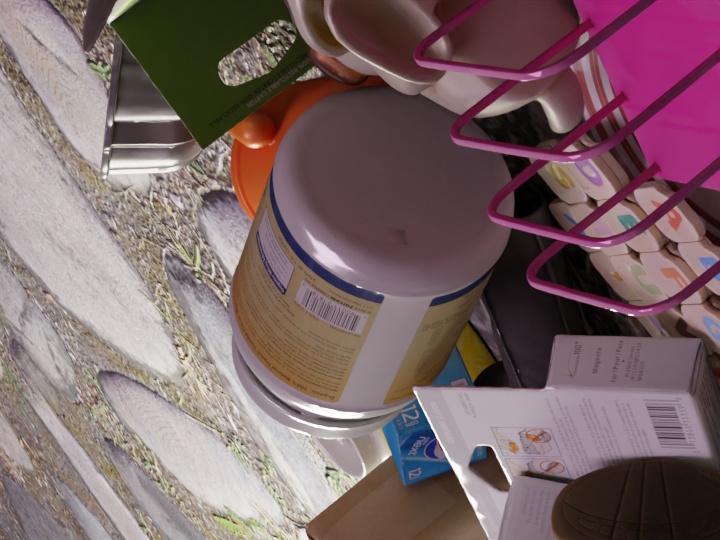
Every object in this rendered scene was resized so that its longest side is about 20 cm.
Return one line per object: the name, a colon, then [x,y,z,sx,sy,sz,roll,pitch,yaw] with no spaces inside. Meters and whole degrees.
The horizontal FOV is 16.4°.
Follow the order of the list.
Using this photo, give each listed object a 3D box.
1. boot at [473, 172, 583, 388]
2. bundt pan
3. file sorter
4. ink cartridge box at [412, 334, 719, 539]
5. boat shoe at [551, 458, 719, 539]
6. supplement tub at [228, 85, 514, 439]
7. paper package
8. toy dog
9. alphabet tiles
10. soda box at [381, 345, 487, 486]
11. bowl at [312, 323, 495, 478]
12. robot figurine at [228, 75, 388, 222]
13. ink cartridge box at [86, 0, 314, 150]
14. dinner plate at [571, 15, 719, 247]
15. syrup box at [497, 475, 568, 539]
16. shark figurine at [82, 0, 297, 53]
boot: [0.097,0.027,1.642,0.182,0.073,0.200,13,140,56]
bundt pan: [-0.132,-0.158,1.712,0.202,0.075,0.203,-173,90,-84]
file sorter: [0.116,-0.093,1.246,0.139,0.125,0.201,16,139,58]
ink cartridge box: [0.142,0.109,1.548,0.173,0.044,0.200,2,146,21]
boat shoe: [0.214,0.156,1.489,0.200,0.073,0.063,-5,140,17]
supplement tub: [0.000,0.000,1.503,0.144,0.144,0.200,46,146,16]
paper package: [0.085,0.202,1.777,0.103,0.200,0.191,33,154,43]
toy dog: [0.035,-0.161,1.389,0.194,0.140,0.200,32,176,-25]
alphabet tiles: [0.175,0.002,1.458,0.200,0.015,0.196,50,167,-9]
soda box: [0.025,0.045,1.736,0.068,0.064,0.201,81,170,-53]
bowl: [0.018,0.094,1.877,0.200,0.108,0.200,44,158,22]
robot figurine: [-0.018,-0.073,1.660,0.200,0.143,0.117,-2,101,67]
ink cartridge box: [-0.097,-0.203,1.569,0.200,0.148,0.076,53,159,-4]
dinner plate: [0.185,-0.075,1.341,0.200,0.024,0.200,43,158,22]
syrup box: [0.183,0.195,1.551,0.199,0.082,0.079,11,150,7]
shark figurine: [-0.062,-0.174,1.481,0.128,0.214,0.090,-46,59,35]
